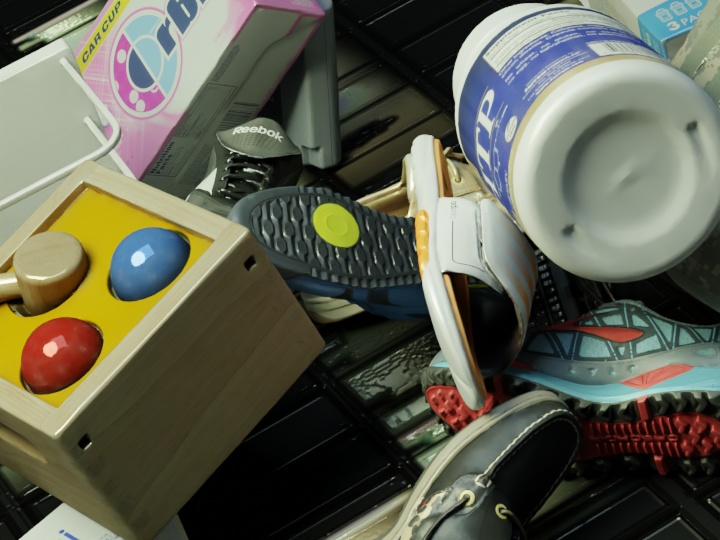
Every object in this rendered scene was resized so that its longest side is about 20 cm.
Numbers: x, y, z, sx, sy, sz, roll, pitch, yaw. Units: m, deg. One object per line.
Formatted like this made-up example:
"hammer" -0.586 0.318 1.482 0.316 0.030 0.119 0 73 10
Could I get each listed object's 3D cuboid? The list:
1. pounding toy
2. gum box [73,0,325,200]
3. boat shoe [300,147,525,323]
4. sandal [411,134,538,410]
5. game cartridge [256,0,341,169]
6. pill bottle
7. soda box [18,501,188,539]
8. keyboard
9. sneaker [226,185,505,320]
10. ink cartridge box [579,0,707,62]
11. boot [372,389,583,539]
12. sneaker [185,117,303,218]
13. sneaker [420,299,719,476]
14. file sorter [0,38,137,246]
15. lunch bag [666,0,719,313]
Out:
"pounding toy" -0.168 0.033 1.482 0.200 0.142 0.184 23 64 45
"gum box" -0.122 -0.136 1.766 0.066 0.200 0.114 4 42 -45
"boat shoe" 0.044 -0.040 1.640 0.199 0.069 0.074 -29 21 3
"sandal" 0.065 -0.013 1.463 0.059 0.079 0.207 -14 39 7
"game cartridge" -0.082 -0.159 1.835 0.041 0.134 0.200 -17 29 -34
"pill bottle" 0.117 -0.080 1.456 0.119 0.120 0.200 -23 22 -4
"soda box" -0.183 0.201 1.463 0.200 0.064 0.068 -40 39 -26
"keyboard" 0.105 0.015 1.590 0.104 0.040 0.200 -19 36 3
"sneaker" 0.000 0.000 1.548 0.199 0.078 0.066 5 58 -34
"ink cartridge box" 0.220 -0.192 1.785 0.115 0.068 0.200 -24 35 -5
"boot" 0.076 0.163 1.368 0.200 0.073 0.150 -43 40 -15
"sneaker" -0.075 -0.051 1.652 0.066 0.091 0.200 16 7 1
"sneaker" 0.135 0.062 1.485 0.199 0.080 0.096 4 42 16
"file sorter" -0.190 -0.007 1.633 0.138 0.200 0.125 -28 40 -11
"lunch bag" 0.236 -0.058 1.481 0.164 0.117 0.200 -59 25 10
